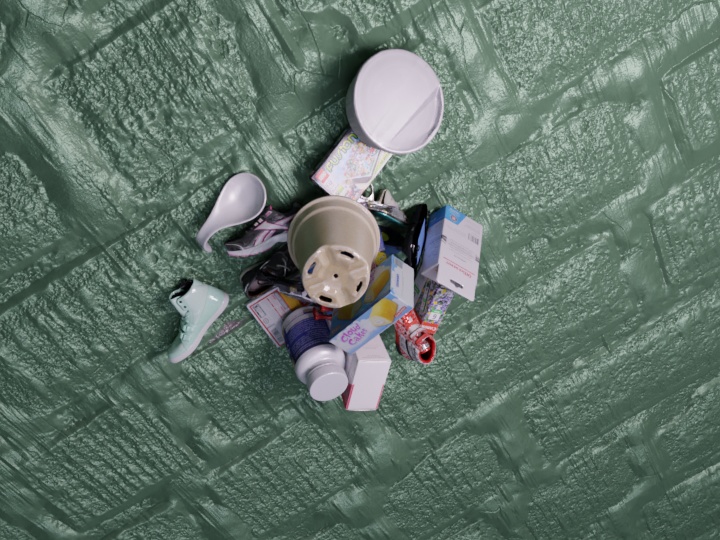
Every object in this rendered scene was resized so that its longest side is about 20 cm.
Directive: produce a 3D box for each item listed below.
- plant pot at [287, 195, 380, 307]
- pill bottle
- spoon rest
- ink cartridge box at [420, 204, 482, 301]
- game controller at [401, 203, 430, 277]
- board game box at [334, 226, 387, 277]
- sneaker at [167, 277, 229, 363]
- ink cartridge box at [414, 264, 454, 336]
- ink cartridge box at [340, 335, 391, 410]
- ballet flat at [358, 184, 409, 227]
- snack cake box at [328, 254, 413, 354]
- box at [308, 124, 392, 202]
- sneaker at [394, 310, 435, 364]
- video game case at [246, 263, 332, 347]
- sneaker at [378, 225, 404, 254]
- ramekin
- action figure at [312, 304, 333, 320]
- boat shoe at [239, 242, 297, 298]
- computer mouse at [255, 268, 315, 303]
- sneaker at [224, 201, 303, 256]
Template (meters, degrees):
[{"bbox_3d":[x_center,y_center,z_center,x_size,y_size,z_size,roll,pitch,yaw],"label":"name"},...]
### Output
[{"bbox_3d":[-0.051,-0.024,1.519,0.198,0.184,0.203,-2,116,-3],"label":"plant pot"},{"bbox_3d":[-0.100,0.189,1.704,0.118,0.201,0.121,-13,134,-14],"label":"pill bottle"},{"bbox_3d":[-0.278,-0.119,1.590,0.099,0.061,0.200,47,105,9],"label":"spoon rest"},{"bbox_3d":[0.204,-0.030,1.686,0.115,0.202,0.066,28,147,-25],"label":"ink cartridge box"},{"bbox_3d":[0.125,-0.065,1.654,0.042,0.201,0.105,-1,120,15],"label":"game controller"},{"bbox_3d":[0.000,0.000,1.689,0.134,0.035,0.201,-14,135,2],"label":"board game box"},{"bbox_3d":[-0.399,0.106,1.682,0.118,0.074,0.201,35,96,-34],"label":"sneaker"},{"bbox_3d":[0.150,0.089,1.786,0.050,0.109,0.202,12,115,-26],"label":"ink cartridge box"},{"bbox_3d":[-0.008,0.203,1.750,0.082,0.201,0.148,2,122,-19],"label":"ink cartridge box"},{"bbox_3d":[0.029,-0.153,1.655,0.198,0.072,0.073,16,113,-22],"label":"ballet flat"},{"bbox_3d":[0.023,0.073,1.575,0.067,0.116,0.200,32,127,-25],"label":"snack cake box"},{"bbox_3d":[-0.006,-0.238,1.577,0.110,0.035,0.201,38,88,-20],"label":"box"},{"bbox_3d":[0.114,0.118,1.695,0.067,0.108,0.203,-27,117,-26],"label":"sneaker"},{"bbox_3d":[-0.148,0.079,1.763,0.199,0.017,0.144,-31,120,4],"label":"video game case"},{"bbox_3d":[0.006,-0.057,1.705,0.197,0.066,0.079,5,130,-16],"label":"sneaker"},{"bbox_3d":[0.061,-0.332,1.513,0.200,0.094,0.205,-1,93,-22],"label":"ramekin"},{"bbox_3d":[-0.008,0.090,1.717,0.198,0.052,0.066,7,139,-25],"label":"action figure"},{"bbox_3d":[-0.178,-0.005,1.683,0.199,0.068,0.072,-33,119,3],"label":"boat shoe"},{"bbox_3d":[-0.147,0.034,1.651,0.108,0.200,0.044,11,82,15],"label":"computer mouse"},{"bbox_3d":[-0.203,-0.095,1.634,0.198,0.080,0.087,-19,104,-7],"label":"sneaker"}]
